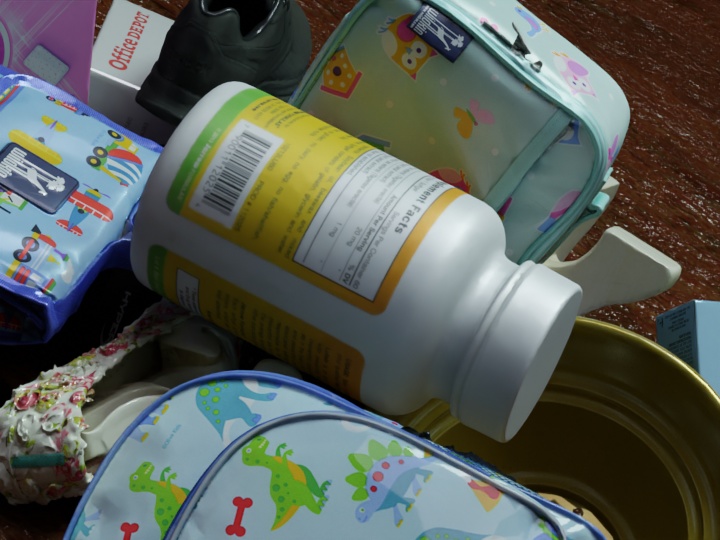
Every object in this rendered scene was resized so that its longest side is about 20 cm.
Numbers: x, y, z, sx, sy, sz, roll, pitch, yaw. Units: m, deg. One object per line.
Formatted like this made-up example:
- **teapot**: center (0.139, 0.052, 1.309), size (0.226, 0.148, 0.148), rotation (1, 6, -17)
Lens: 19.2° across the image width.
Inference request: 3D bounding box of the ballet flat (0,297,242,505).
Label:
- **ballet flat**: center (-0.101, 0.062, 1.036), size (0.064, 0.076, 0.200), rotation (-1, 21, 33)

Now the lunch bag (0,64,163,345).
- **lunch bag**: center (-0.201, -0.035, 1.075), size (0.199, 0.095, 0.151), rotation (19, 37, 6)

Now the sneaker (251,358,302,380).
- **sneaker**: center (-0.045, 0.114, 0.966), size (0.074, 0.100, 0.200), rotation (18, 25, -20)

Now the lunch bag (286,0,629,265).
- **lunch bag**: center (0.037, -0.049, 1.093), size (0.160, 0.200, 0.077), rotation (40, 30, 6)

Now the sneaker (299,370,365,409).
- **sneaker**: center (0.010, 0.065, 1.163), size (0.090, 0.070, 0.200), rotation (32, 26, 8)

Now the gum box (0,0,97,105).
- **gum box**: center (-0.252, -0.128, 1.203), size (0.199, 0.114, 0.066), rotation (-13, 40, -31)

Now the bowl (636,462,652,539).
- **bowl**: center (0.219, 0.125, 1.170), size (0.199, 0.094, 0.202), rotation (6, 72, -20)

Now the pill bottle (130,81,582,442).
- **pill bottle**: center (0.000, 0.000, 1.017), size (0.199, 0.112, 0.111), rotation (27, 23, 14)

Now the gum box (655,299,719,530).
- **gum box**: center (0.242, 0.122, 1.103), size (0.169, 0.202, 0.045), rotation (5, -15, -21)

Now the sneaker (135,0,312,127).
- **sneaker**: center (-0.067, -0.146, 1.299), size (0.076, 0.091, 0.200), rotation (24, 24, 4)

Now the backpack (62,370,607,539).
- **backpack**: center (-0.019, 0.135, 0.821), size (0.199, 0.184, 0.147), rotation (25, -22, 13)

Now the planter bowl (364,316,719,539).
- **planter bowl**: center (0.091, 0.126, 1.049), size (0.199, 0.084, 0.201), rotation (1, 54, -1)

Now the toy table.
- **toy table**: center (0.097, 0.001, 1.330), size (0.183, 0.118, 0.200), rotation (28, 22, 9)

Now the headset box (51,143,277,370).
- **headset box**: center (-0.089, -0.004, 1.206), size (0.199, 0.078, 0.149), rotation (8, 28, -36)

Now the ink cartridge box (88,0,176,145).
- **ink cartridge box**: center (-0.090, -0.084, 1.366), size (0.199, 0.085, 0.146), rotation (22, 23, -8)
